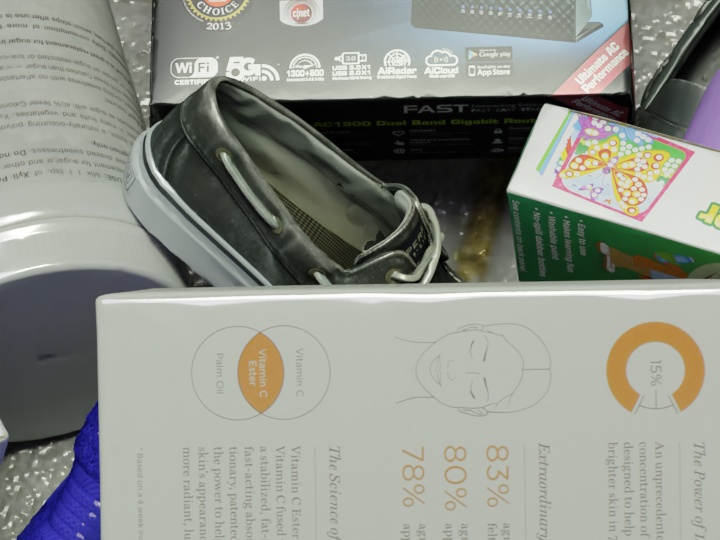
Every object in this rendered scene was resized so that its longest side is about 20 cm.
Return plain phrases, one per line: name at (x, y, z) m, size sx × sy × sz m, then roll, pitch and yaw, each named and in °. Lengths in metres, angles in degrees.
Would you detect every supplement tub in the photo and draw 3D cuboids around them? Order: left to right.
supplement tub at (-0.152, -0.045, 1.018) m, size 0.131 × 0.132 × 0.201 m, roll -17°, pitch 57°, yaw -3°

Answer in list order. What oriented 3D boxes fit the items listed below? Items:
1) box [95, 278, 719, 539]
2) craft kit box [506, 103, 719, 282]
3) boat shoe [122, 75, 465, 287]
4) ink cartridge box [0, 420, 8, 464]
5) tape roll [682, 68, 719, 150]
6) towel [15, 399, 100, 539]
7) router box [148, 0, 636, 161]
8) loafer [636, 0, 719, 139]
box at (0.023, 0.066, 0.762) m, size 0.199 × 0.097 × 0.125 m, roll -1°, pitch 91°, yaw 3°
craft kit box at (0.157, 0.035, 0.888) m, size 0.197 × 0.200 × 0.049 m, roll 14°, pitch 62°, yaw 17°
boat shoe at (0.000, 0.000, 0.954) m, size 0.200 × 0.071 × 0.072 m, roll 34°, pitch 44°, yaw -14°
ink cartridge box at (-0.203, 0.046, 0.935) m, size 0.043 × 0.198 × 0.200 m, roll -10°, pitch 56°, yaw -29°
tape roll at (0.209, -0.003, 0.902) m, size 0.199 × 0.200 × 0.066 m, roll 18°, pitch 62°, yaw 18°
towel at (-0.105, 0.097, 0.888) m, size 0.049 × 0.148 × 0.200 m, roll 31°, pitch 88°, yaw 2°
router box at (0.013, -0.125, 1.006) m, size 0.199 × 0.062 × 0.151 m, roll -1°, pitch 68°, yaw 1°
loafer at (0.139, -0.052, 1.018) m, size 0.068 × 0.070 × 0.201 m, roll 22°, pitch 64°, yaw 20°
